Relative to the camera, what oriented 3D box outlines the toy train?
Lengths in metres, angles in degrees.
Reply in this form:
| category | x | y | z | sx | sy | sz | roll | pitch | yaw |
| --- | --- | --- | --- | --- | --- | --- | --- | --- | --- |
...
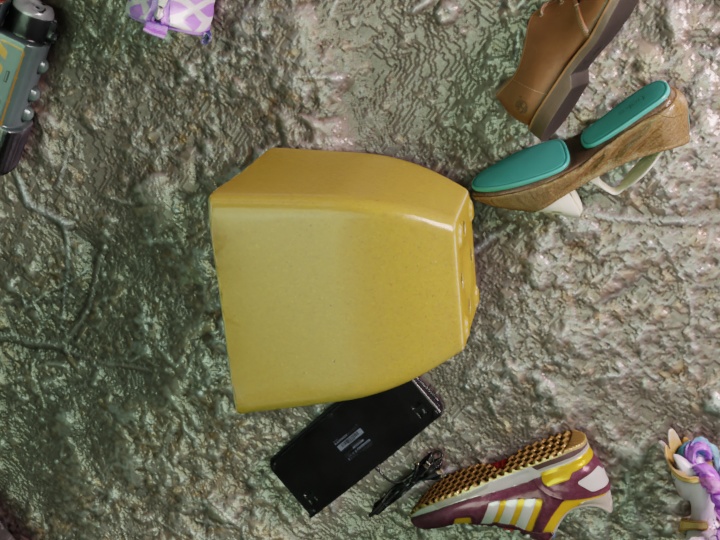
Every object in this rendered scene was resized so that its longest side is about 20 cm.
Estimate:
| category | x | y | z | sx | sy | sz | roll | pitch | yaw |
| --- | --- | --- | --- | --- | --- | --- | --- | --- | --- |
| toy train | -0.368 | -0.190 | 1.071 | 0.114 | 0.085 | 0.200 | 24 | 112 | -6 |

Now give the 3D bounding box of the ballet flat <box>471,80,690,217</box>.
| category | x | y | z | sx | sy | sz | roll | pitch | yaw |
| --- | --- | --- | --- | --- | --- | --- | --- | --- | --- |
| ballet flat | 0.197 | -0.090 | 0.955 | 0.200 | 0.068 | 0.072 | -28 | 118 | 19 |

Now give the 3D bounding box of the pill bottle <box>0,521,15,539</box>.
| category | x | y | z | sx | sy | sz | roll | pitch | yaw |
| --- | --- | --- | --- | --- | --- | --- | --- | --- | --- |
| pill bottle | -0.482 | 0.290 | 1.244 | 0.114 | 0.114 | 0.200 | -33 | 97 | 23 |

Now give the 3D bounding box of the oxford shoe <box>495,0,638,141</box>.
| category | x | y | z | sx | sy | sz | roll | pitch | yaw |
| --- | --- | --- | --- | --- | --- | --- | --- | --- | --- |
| oxford shoe | 0.180 | -0.210 | 0.911 | 0.071 | 0.071 | 0.200 | 39 | 111 | 16 |

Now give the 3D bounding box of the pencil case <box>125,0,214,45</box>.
| category | x | y | z | sx | sy | sz | roll | pitch | yaw |
| --- | --- | --- | --- | --- | --- | --- | --- | --- | --- |
| pencil case | -0.159 | -0.306 | 0.965 | 0.084 | 0.086 | 0.201 | 15 | 111 | 9 |

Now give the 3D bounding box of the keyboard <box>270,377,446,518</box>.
| category | x | y | z | sx | sy | sz | roll | pitch | yaw |
| --- | --- | --- | --- | --- | --- | --- | --- | --- | --- |
| keyboard | 0.008 | 0.189 | 1.121 | 0.200 | 0.021 | 0.127 | -42 | 88 | 25 |

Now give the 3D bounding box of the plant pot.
| category | x | y | z | sx | sy | sz | roll | pitch | yaw |
| --- | --- | --- | --- | --- | --- | --- | --- | --- | --- |
| plant pot | 0.000 | 0.000 | 0.970 | 0.199 | 0.196 | 0.195 | -2 | 108 | 12 |

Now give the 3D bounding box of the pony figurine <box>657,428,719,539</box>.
| category | x | y | z | sx | sy | sz | roll | pitch | yaw |
| --- | --- | --- | --- | --- | --- | --- | --- | --- | --- |
| pony figurine | 0.329 | 0.257 | 0.972 | 0.166 | 0.193 | 0.201 | -15 | 105 | -14 |

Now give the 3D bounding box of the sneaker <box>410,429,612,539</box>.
| category | x | y | z | sx | sy | sz | roll | pitch | yaw |
| --- | --- | --- | --- | --- | --- | --- | --- | --- | --- |
| sneaker | 0.145 | 0.232 | 1.065 | 0.199 | 0.075 | 0.090 | -25 | 95 | 23 |
